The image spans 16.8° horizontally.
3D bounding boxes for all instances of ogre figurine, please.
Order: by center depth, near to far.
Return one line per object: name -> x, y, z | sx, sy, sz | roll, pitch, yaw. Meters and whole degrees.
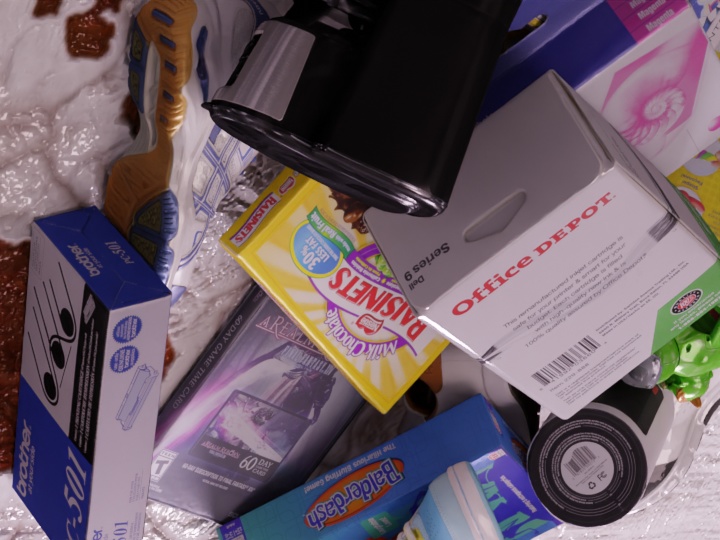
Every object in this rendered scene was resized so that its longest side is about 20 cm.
ogre figurine -> 0.206, 0.026, 1.658 | 0.199, 0.120, 0.099 | 5, 121, -42

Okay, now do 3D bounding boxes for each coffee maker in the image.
coffee maker -> 0.039, -0.132, 1.286 | 0.135, 0.191, 0.201 | 33, 78, -75

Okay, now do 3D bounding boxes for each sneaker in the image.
sneaker -> -0.087, -0.062, 1.369 | 0.088, 0.075, 0.201 | -11, 130, -35
sneaker -> 0.026, 0.200, 1.553 | 0.130, 0.080, 0.201 | -18, 147, -9
sneaker -> 0.077, 0.083, 1.656 | 0.084, 0.073, 0.200 | -1, 154, 13
sneaker -> 0.221, 0.087, 1.776 | 0.080, 0.074, 0.201 | 31, 97, -35

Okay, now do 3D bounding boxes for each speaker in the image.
speaker -> 0.166, 0.113, 1.655 | 0.081, 0.081, 0.200 | -57, 174, 14

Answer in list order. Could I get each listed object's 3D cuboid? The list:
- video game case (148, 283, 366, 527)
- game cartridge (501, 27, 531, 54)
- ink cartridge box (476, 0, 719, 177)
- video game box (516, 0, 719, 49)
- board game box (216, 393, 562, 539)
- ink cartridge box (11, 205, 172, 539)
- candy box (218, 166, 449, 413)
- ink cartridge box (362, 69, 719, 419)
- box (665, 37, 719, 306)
video game case -> -0.052, 0.076, 1.561 | 0.200, 0.019, 0.143 | -53, 140, 10
game cartridge -> 0.037, -0.097, 1.466 | 0.175, 0.032, 0.201 | -18, 131, -34
ink cartridge box -> 0.121, -0.089, 1.452 | 0.196, 0.043, 0.200 | -37, 148, 5
video game box -> 0.178, -0.205, 1.474 | 0.200, 0.047, 0.183 | 24, 97, -52
board game box -> 0.025, 0.169, 1.623 | 0.199, 0.045, 0.152 | -28, 149, 11
ink cartridge box -> -0.158, 0.073, 1.408 | 0.044, 0.094, 0.201 | -15, 131, -31
candy box -> 0.000, 0.000, 1.462 | 0.102, 0.026, 0.200 | -46, 139, -4
ink cartridge box -> 0.116, -0.012, 1.432 | 0.146, 0.084, 0.200 | -37, 145, 12
box -> 0.251, -0.071, 1.566 | 0.117, 0.048, 0.201 | 23, 77, -7
